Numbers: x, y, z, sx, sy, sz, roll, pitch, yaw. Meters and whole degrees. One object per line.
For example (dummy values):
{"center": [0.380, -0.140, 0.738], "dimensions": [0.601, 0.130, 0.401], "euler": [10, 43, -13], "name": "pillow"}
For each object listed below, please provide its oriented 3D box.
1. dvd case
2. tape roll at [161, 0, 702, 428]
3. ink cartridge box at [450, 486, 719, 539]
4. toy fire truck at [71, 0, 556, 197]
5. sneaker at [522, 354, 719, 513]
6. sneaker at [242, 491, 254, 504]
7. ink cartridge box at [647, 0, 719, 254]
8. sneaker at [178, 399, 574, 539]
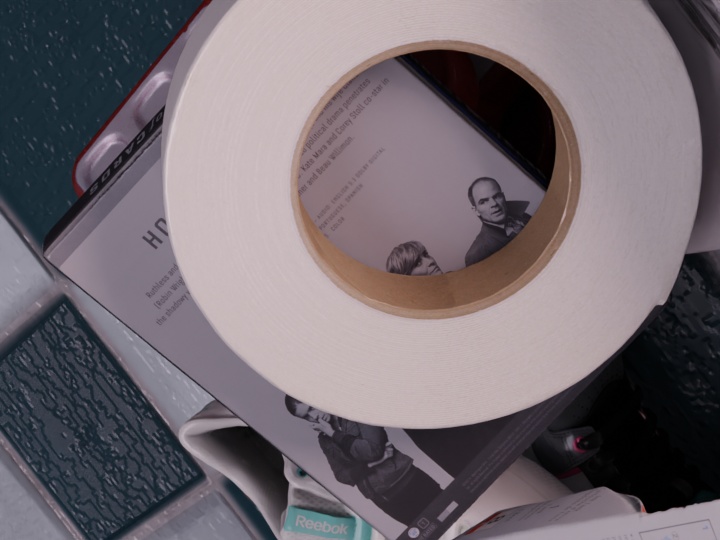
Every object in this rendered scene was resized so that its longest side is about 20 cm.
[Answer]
{"center": [0.000, 0.000, 1.046], "dimensions": [0.200, 0.025, 0.150], "euler": [41, 102, -19], "name": "dvd case"}
{"center": [0.026, -0.038, 0.999], "dimensions": [0.201, 0.037, 0.204], "euler": [-2, 112, -4], "name": "tape roll"}
{"center": [0.126, 0.159, 1.024], "dimensions": [0.199, 0.050, 0.163], "euler": [-18, 95, 49], "name": "ink cartridge box"}
{"center": [-0.019, -0.064, 1.137], "dimensions": [0.200, 0.112, 0.168], "euler": [-51, 60, 12], "name": "toy fire truck"}
{"center": [0.129, 0.097, 1.160], "dimensions": [0.120, 0.084, 0.201], "euler": [16, 136, 38], "name": "sneaker"}
{"center": [-0.002, 0.121, 1.315], "dimensions": [0.099, 0.071, 0.201], "euler": [15, 137, 52], "name": "sneaker"}
{"center": [0.151, -0.073, 1.035], "dimensions": [0.199, 0.067, 0.116], "euler": [-9, 113, 44], "name": "ink cartridge box"}
{"center": [0.008, 0.104, 1.153], "dimensions": [0.199, 0.088, 0.076], "euler": [23, 110, 33], "name": "sneaker"}
